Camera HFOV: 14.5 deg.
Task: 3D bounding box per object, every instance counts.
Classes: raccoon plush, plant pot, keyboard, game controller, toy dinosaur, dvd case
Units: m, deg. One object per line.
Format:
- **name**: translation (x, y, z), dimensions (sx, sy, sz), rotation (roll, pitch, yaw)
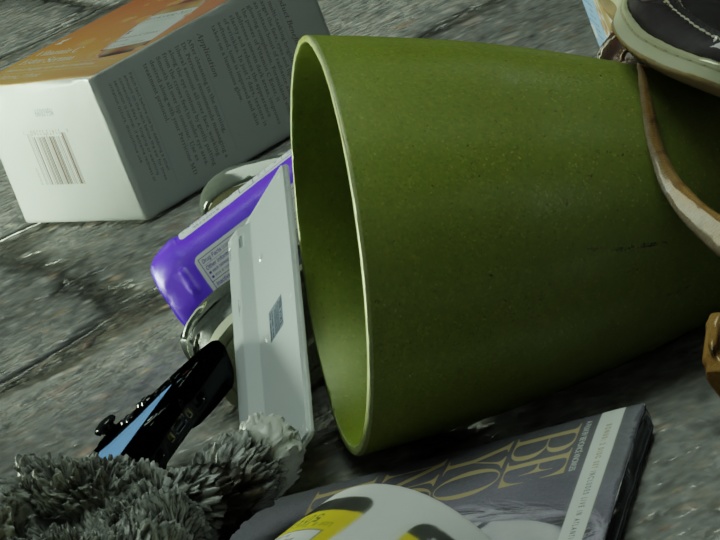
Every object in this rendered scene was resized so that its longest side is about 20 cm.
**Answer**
- **raccoon plush**: translation (-0.069, 0.114, 1.098), dimensions (0.200, 0.097, 0.134), rotation (-39, 36, -28)
- **plant pot**: translation (0.082, -0.022, 1.274), dimensions (0.198, 0.189, 0.187), rotation (-7, 14, -9)
- **keyboard**: translation (-0.042, 0.029, 1.335), dimensions (0.056, 0.011, 0.201), rotation (-51, 27, 29)
- **game controller**: translation (-0.116, 0.098, 1.287), dimensions (0.104, 0.042, 0.200), rotation (-52, 3, 27)
- **toy dinosaur**: translation (0.176, 0.003, 1.181), dimensions (0.199, 0.061, 0.106), rotation (26, 52, 18)
- **dvd case**: translation (0.017, 0.113, 1.162), dimensions (0.199, 0.016, 0.149), rotation (-15, 17, 19)

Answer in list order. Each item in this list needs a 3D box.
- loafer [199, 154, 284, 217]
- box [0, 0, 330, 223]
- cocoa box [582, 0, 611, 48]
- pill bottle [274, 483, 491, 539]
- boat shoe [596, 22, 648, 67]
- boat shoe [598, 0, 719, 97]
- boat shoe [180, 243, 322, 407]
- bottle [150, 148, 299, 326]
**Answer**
- **loafer**: translation (0.008, -0.035, 1.577), dimensions (0.199, 0.075, 0.070), rotation (-17, 48, 12)
- **box**: translation (-0.136, -0.123, 1.945), dimensions (0.200, 0.107, 0.152), rotation (-34, 20, -35)
- **cocoa box**: translation (0.202, -0.162, 1.593), dimensions (0.130, 0.134, 0.200), rotation (-23, 16, -2)
- **pill bottle**: translation (-0.036, 0.162, 0.900), dimensions (0.111, 0.112, 0.200), rotation (-4, 23, 46)
- **boat shoe**: translation (0.212, -0.080, 1.372), dimensions (0.198, 0.071, 0.071), rotation (7, 37, 9)
- **boat shoe**: translation (0.154, -0.124, 1.271), dimensions (0.072, 0.065, 0.200), rotation (21, 15, -12)
- **boat shoe**: translation (0.000, 0.000, 1.444), dimensions (0.199, 0.072, 0.068), rotation (-29, 18, -15)
- **bottle**: translation (-0.015, -0.037, 1.495), dimensions (0.200, 0.065, 0.084), rotation (-37, -14, 4)
